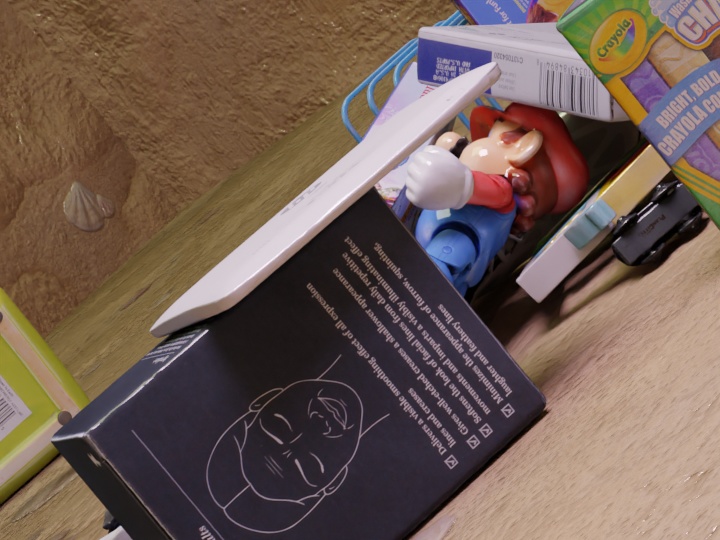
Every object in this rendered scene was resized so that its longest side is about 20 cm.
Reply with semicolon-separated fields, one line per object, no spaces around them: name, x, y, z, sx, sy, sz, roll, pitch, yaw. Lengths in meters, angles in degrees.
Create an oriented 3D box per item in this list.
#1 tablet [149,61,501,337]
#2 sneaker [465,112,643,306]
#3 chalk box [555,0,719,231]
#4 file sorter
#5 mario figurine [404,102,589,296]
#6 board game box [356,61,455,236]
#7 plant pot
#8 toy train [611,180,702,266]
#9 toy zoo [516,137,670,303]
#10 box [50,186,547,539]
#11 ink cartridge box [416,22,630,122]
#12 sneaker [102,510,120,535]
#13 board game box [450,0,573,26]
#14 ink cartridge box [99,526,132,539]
tablet;-0.020;-0.036;1.437;0.200;0.014;0.130;-41;7;-22
sneaker;0.101;-0.030;1.770;0.201;0.076;0.115;-45;5;32
chalk box;0.194;-0.134;1.398;0.124;0.200;0.124;-33;10;41
file sorter;0.097;-0.151;2.322;0.139;0.123;0.200;-43;7;-32
mario figurine;0.052;-0.035;1.654;0.123;0.106;0.200;-22;23;50
board game box;0.000;0.000;1.726;0.200;0.041;0.200;-59;-13;-57
plant pot;-0.390;0.131;2.773;0.199;0.200;0.181;-41;13;-18
toy train;0.220;-0.071;1.563;0.200;0.034;0.046;-40;-4;-2
toy zoo;0.149;-0.042;1.643;0.131;0.020;0.200;-46;0;10
box;-0.033;0.078;1.438;0.200;0.149;0.107;-40;7;-15
ink cartridge box;0.169;-0.124;1.676;0.200;0.043;0.196;-5;12;-32
sneaker;-0.090;0.146;1.588;0.200;0.077;0.111;-42;14;31
board game box;0.150;-0.219;2.159;0.134;0.200;0.045;-39;7;-1
ink cartridge box;-0.194;0.239;1.514;0.200;0.083;0.145;-32;9;40
